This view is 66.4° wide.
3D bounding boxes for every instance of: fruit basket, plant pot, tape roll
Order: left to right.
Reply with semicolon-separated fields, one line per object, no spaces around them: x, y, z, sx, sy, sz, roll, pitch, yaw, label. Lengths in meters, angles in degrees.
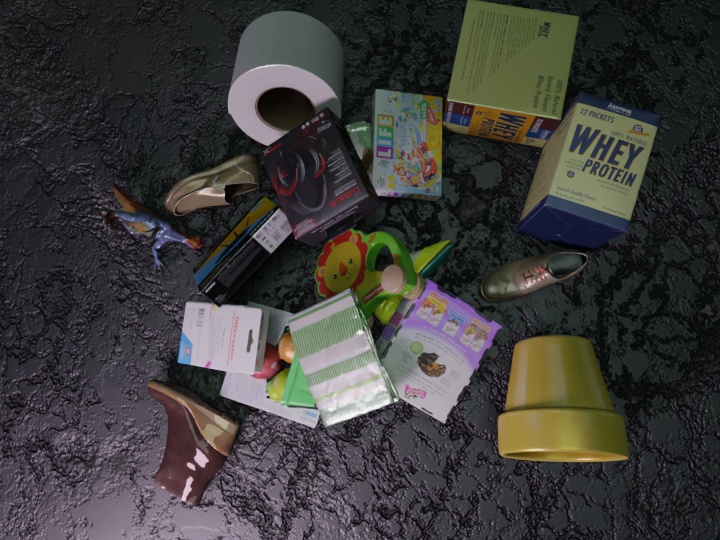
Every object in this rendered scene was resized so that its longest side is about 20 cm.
-0.146;0.170;1.020;0.199;0.094;0.186;13;83;21;fruit basket
-0.130;-0.339;0.998;0.202;0.203;0.140;1;60;4;tape roll
0.331;0.215;0.923;0.200;0.201;0.190;2;68;4;plant pot

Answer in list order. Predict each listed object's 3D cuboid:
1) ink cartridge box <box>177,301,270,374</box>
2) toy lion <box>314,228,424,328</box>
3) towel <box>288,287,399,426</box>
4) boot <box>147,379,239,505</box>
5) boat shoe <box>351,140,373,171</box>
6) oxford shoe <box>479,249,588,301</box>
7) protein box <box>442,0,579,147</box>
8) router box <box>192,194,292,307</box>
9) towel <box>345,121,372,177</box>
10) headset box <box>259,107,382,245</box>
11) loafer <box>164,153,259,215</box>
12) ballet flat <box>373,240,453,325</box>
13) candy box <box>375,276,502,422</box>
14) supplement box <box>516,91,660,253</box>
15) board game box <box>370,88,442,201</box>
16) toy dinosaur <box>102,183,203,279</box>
-0.232;0.120;0.985;0.199;0.068;0.116;2;82;35;ink cartridge box
0.000;0.000;0.983;0.200;0.069;0.192;-37;54;30;toy lion
-0.035;0.147;0.925;0.152;0.023;0.201;-25;85;25;towel
-0.339;0.312;1.008;0.199;0.072;0.167;30;83;4;boot
-0.053;-0.149;1.019;0.069;0.071;0.201;33;94;17;boat shoe
0.314;0.003;1.002;0.199;0.075;0.071;-22;82;1;oxford shoe
0.271;-0.361;1.023;0.199;0.135;0.200;12;83;6;protein box
-0.217;-0.040;1.010;0.200;0.149;0.051;-47;116;-3;router box
-0.061;-0.200;1.076;0.199;0.023;0.153;-13;82;1;towel
-0.065;-0.150;0.945;0.148;0.075;0.201;-28;74;15;headset box
-0.283;-0.156;1.065;0.199;0.076;0.068;-29;75;0;loafer
0.090;0.011;1.025;0.067;0.067;0.200;36;87;17;ballet flat
0.124;0.137;0.971;0.167;0.072;0.201;32;88;-14;candy box
0.386;-0.159;0.955;0.134;0.200;0.201;19;83;5;supplement box
0.088;-0.239;1.050;0.134;0.034;0.201;3;80;-10;board game box
-0.396;-0.092;1.064;0.181;0.105;0.201;2;69;-16;toy dinosaur
